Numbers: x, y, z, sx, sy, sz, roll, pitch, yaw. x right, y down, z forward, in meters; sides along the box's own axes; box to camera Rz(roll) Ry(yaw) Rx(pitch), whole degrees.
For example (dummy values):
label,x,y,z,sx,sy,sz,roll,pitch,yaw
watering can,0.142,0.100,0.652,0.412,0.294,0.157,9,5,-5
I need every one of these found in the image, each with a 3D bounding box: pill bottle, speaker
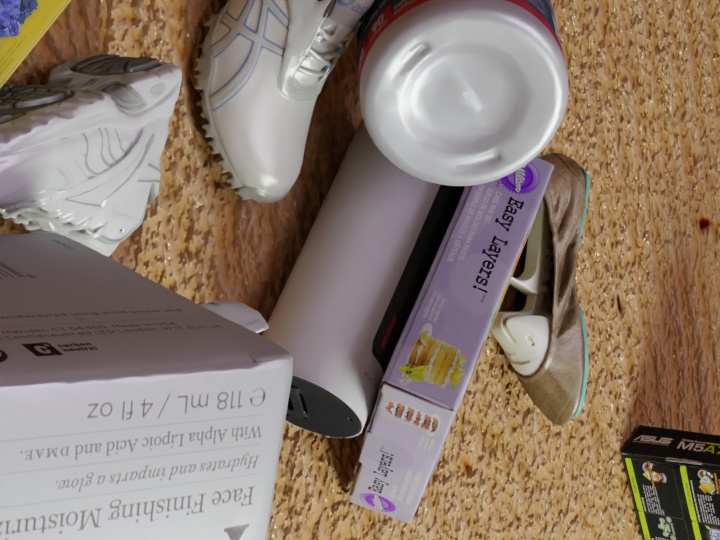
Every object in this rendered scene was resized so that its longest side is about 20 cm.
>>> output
label,x,y,z,sx,sy,sz,roll,pitch,yaw
pill bottle,0.056,-0.153,0.995,0.201,0.119,0.120,-93,161,-53
speaker,0.000,0.000,1.015,0.081,0.081,0.201,51,53,-43

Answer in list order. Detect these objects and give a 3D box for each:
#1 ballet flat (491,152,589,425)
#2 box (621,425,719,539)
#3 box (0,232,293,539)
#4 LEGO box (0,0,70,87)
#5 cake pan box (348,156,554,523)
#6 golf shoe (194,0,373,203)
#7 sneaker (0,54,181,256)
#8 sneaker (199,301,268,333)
label,x,y,z,sx,sy,sz,roll,pitch,yaw
ballet flat,0.128,0.013,1.213,0.072,0.068,0.202,4,90,-34
box,0.332,0.232,1.395,0.048,0.192,0.201,-43,125,-40
box,-0.166,0.071,0.649,0.198,0.199,0.132,-3,107,-40
LEGO box,-0.193,-0.166,0.718,0.149,0.077,0.201,56,46,-33
cake pan box,0.054,0.044,1.041,0.200,0.052,0.185,103,12,-60
golf shoe,-0.038,-0.137,0.938,0.078,0.097,0.202,-8,101,-55
sneaker,-0.143,-0.044,0.798,0.200,0.077,0.100,-32,125,-62
sneaker,-0.094,0.112,0.838,0.081,0.075,0.202,12,70,-40
